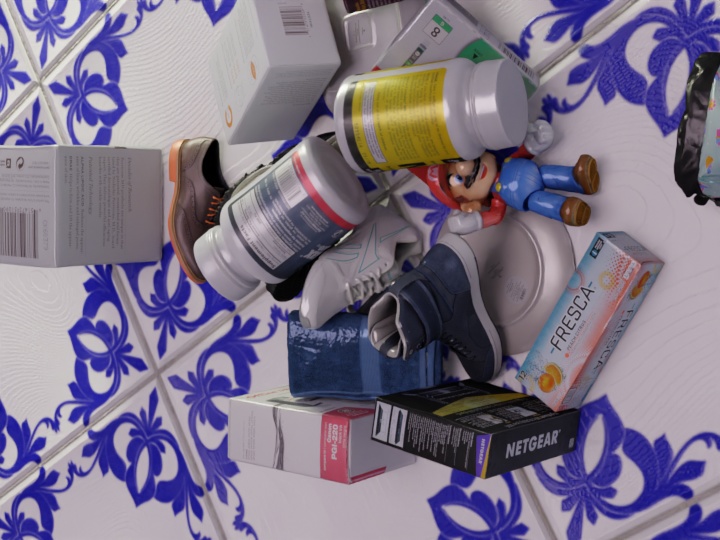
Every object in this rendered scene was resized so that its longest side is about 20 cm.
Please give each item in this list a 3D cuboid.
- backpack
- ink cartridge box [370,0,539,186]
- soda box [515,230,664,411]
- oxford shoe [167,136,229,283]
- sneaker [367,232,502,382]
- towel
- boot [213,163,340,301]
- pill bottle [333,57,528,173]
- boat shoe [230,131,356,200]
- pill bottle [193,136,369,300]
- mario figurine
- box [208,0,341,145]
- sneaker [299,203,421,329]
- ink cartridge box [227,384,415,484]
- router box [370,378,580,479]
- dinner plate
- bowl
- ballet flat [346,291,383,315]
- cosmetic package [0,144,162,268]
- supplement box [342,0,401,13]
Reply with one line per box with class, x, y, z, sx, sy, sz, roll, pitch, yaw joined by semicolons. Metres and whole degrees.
backpack;0.417;-0.134;1.363;0.198;0.126;0.170;11;96;34
ink cartridge box;0.088;-0.202;1.614;0.160;0.050;0.200;38;116;-8
soda box;0.254;0.057;1.539;0.068;0.063;0.202;40;114;29
oxford shoe;-0.218;-0.084;1.897;0.072;0.071;0.203;-7;88;33
sneaker;0.084;0.078;1.581;0.076;0.146;0.204;19;140;45
towel;0.004;0.107;1.686;0.197;0.049;0.113;4;113;13
boot;-0.100;-0.076;1.807;0.199;0.073;0.163;-54;54;21
pill bottle;0.080;-0.175;1.543;0.197;0.114;0.116;-5;90;29
boat shoe;-0.071;-0.123;1.722;0.198;0.066;0.075;-32;102;19
pill bottle;-0.098;-0.056;1.651;0.199;0.119;0.121;-36;71;20
mario figurine;0.162;-0.103;1.562;0.197;0.124;0.107;8;125;28
box;-0.111;-0.260;1.726;0.200;0.096;0.126;133;127;-60
sneaker;0.000;0.000;1.668;0.080;0.201;0.071;26;148;25
ink cartridge box;-0.049;0.201;1.731;0.198;0.145;0.086;3;96;37
router box;0.132;0.174;1.555;0.156;0.199;0.053;14;101;37
dinner plate;0.162;0.000;1.633;0.198;0.024;0.204;3;95;37
bowl;0.018;-0.292;1.698;0.198;0.074;0.203;-8;86;37
ballet flat;-0.011;0.066;1.743;0.199;0.073;0.074;-35;72;27
cosmetic package;-0.406;-0.094;1.958;0.163;0.199;0.168;4;96;37
supplement box;0.066;-0.371;1.577;0.197;0.110;0.087;-13;83;4
